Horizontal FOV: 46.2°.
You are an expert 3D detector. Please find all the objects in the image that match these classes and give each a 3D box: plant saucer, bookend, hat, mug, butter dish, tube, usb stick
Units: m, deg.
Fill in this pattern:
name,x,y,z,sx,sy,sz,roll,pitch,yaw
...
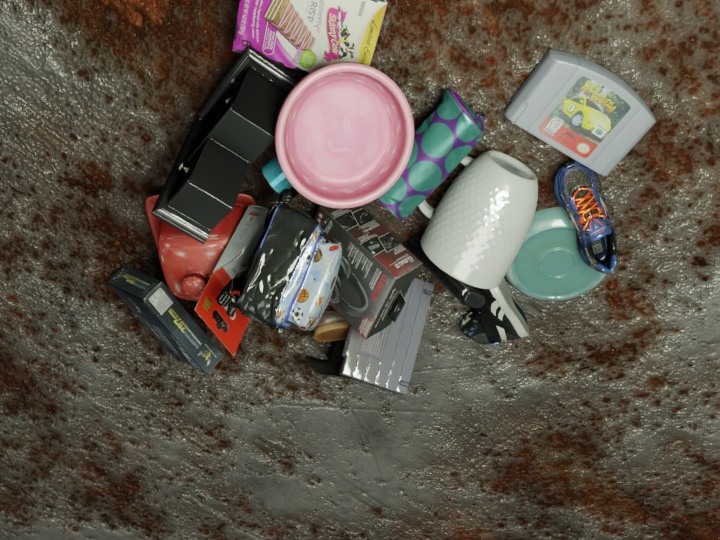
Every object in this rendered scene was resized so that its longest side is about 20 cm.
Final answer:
name,x,y,z,sx,sy,sz,roll,pitch,yaw
plant saucer,-0.024,-0.191,1.183,0.196,0.051,0.205,-5,114,-12
bookend,-0.194,-0.175,1.209,0.091,0.203,0.198,29,148,-21
hat,-0.001,0.161,1.572,0.196,0.201,0.083,16,94,-7
mug,0.174,-0.101,1.318,0.198,0.147,0.178,34,116,15
butter dish,-0.264,-0.016,1.422,0.194,0.149,0.203,-1,130,6
tube,-0.055,-0.191,1.229,0.199,0.051,0.077,-37,121,16
usb stick,0.136,0.000,1.369,0.055,0.200,0.033,27,103,-35
plant saucer,0.335,-0.019,1.436,0.195,0.028,0.203,3,130,3

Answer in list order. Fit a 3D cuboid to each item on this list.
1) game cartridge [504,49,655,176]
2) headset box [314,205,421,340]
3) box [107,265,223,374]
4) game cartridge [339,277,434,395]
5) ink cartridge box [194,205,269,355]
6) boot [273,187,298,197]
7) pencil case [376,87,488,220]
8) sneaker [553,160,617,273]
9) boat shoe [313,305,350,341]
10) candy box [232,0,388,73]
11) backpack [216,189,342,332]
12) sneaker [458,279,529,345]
name,x,y,z,sx,sy,sz,roll,pitch,yaw
game cartridge,0.329,-0.234,1.247,0.197,0.041,0.134,26,124,-15
headset box,0.000,0.000,1.388,0.200,0.077,0.150,45,134,20
box,-0.354,0.089,1.532,0.156,0.051,0.202,18,148,49
game cartridge,0.045,0.101,1.474,0.127,0.204,0.038,18,168,-6
ink cartridge box,-0.180,0.021,1.389,0.049,0.203,0.163,10,152,24
boot,-0.047,-0.178,1.305,0.154,0.080,0.213,16,130,-7
pencil case,0.099,-0.173,1.270,0.084,0.093,0.200,25,119,-36
sneaker,0.365,-0.082,1.326,0.074,0.079,0.202,-27,112,7
boat shoe,0.004,0.081,1.524,0.196,0.072,0.071,0,148,-22
candy box,-0.070,-0.350,1.173,0.196,0.062,0.138,14,131,-6
backpack,-0.110,0.004,1.301,0.152,0.190,0.203,29,84,-3
sneaker,0.213,0.065,1.488,0.110,0.074,0.201,-21,127,21
